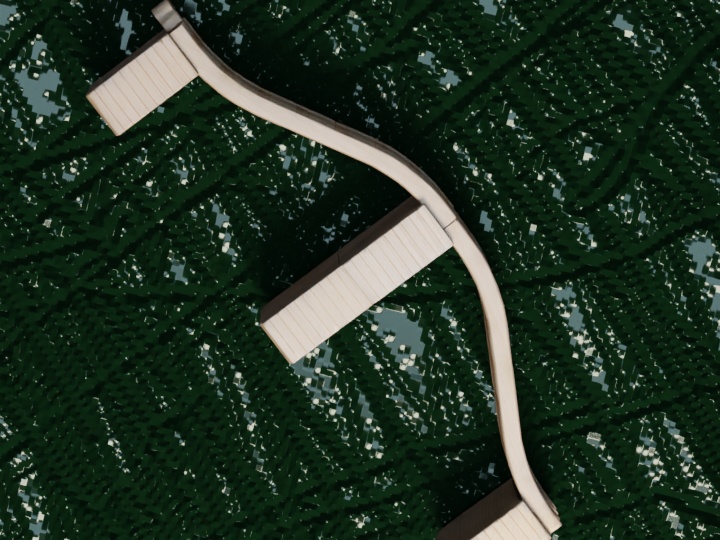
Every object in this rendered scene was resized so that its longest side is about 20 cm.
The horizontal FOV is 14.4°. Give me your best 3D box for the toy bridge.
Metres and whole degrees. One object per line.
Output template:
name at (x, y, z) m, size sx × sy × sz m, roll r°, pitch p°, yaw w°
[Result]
toy bridge at (0.000, 0.000, 0.857) m, size 0.067 × 0.027 × 0.200 m, roll -36°, pitch 100°, yaw 6°
